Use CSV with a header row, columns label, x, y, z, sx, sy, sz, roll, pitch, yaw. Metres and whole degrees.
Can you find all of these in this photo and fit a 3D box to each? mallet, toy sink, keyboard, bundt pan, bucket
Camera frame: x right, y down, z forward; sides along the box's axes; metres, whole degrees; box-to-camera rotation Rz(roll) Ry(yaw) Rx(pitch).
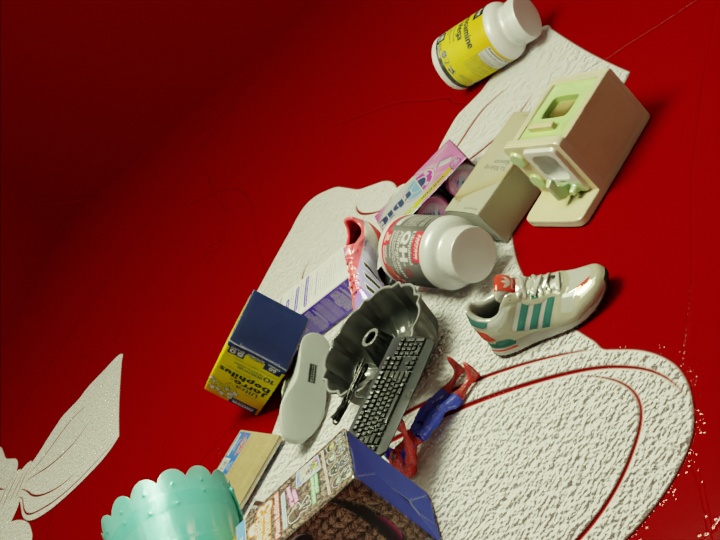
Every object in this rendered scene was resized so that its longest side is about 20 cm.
label,x,y,z,sx,sy,sz,roll,pitch,yaw
mallet,0.011,0.082,1.739,0.201,0.041,0.066,-58,27,-6
toy sink,0.295,-0.176,1.520,0.201,0.112,0.130,-56,24,-15
keyboard,0.017,0.165,1.412,0.126,0.021,0.201,-10,38,38
bundt pan,0.037,0.120,1.574,0.201,0.076,0.203,-36,29,24
bucket,-0.258,0.395,1.518,0.207,0.206,0.136,-42,51,17

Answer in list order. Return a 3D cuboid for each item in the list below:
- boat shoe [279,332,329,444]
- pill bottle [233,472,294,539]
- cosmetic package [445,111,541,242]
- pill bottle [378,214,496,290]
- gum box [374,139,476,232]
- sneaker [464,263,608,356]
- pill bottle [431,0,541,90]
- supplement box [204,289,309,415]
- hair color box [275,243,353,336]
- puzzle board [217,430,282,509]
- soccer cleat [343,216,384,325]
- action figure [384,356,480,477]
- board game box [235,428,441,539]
label,x,y,z,sx,sy,sz,roll,pitch,yaw
boat shoe,-0.092,0.198,1.711,0.064,0.070,0.202,125,164,-49
pill bottle,-0.119,0.379,1.430,0.109,0.109,0.201,-9,46,55
cosmetic package,0.230,-0.146,1.638,0.201,0.073,0.103,-54,24,-12
pill bottle,0.118,-0.028,1.612,0.111,0.111,0.199,-55,24,-14
gum box,0.115,-0.115,1.797,0.200,0.066,0.114,-46,23,9
sneaker,0.220,0.037,1.361,0.199,0.093,0.071,-32,29,36
pill bottle,0.237,-0.430,1.989,0.199,0.112,0.113,-26,33,42
supplement box,-0.178,0.143,1.800,0.110,0.108,0.200,-66,6,-34
hair color box,-0.068,0.050,1.882,0.199,0.065,0.110,-36,28,24
puzzle board,-0.211,0.355,1.742,0.150,0.017,0.201,-8,46,58
soccer cleat,0.000,0.000,1.719,0.066,0.076,0.202,-34,38,36
action figure,0.065,0.193,1.406,0.201,0.099,0.065,-57,25,-11
board game box,-0.029,0.324,1.293,0.200,0.159,0.097,-44,24,14
